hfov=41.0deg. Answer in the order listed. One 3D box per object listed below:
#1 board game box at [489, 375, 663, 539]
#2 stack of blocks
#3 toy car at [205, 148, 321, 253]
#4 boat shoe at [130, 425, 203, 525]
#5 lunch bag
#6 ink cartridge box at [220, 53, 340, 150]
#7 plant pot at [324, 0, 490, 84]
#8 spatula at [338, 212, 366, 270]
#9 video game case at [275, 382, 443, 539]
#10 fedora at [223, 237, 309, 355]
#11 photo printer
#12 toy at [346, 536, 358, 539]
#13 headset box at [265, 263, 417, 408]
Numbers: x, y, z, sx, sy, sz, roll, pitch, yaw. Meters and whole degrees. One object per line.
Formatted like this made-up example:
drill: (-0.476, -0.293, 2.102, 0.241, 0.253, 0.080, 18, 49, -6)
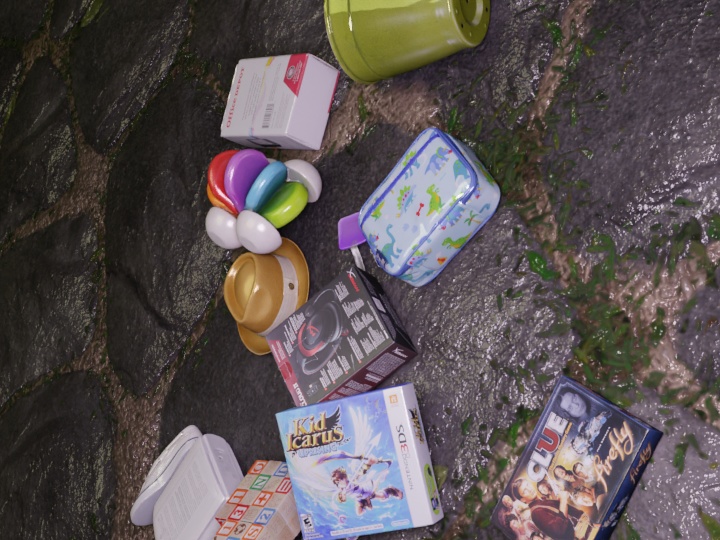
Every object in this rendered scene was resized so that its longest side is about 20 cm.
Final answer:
board game box: (0.246, 0.243, 1.122, 0.135, 0.034, 0.201, 32, 99, 47)
stack of blocks: (-0.153, 0.371, 1.395, 0.115, 0.059, 0.200, -6, 35, 42)
toy car: (-0.176, -0.132, 1.581, 0.199, 0.150, 0.175, 10, 53, 47)
boat shoe: (-0.335, 0.353, 1.666, 0.201, 0.072, 0.066, -55, 40, 16)
lunch bag: (0.091, -0.091, 1.372, 0.200, 0.082, 0.161, -48, 44, 22)
ink cartridge box: (-0.143, -0.292, 1.682, 0.199, 0.085, 0.149, 10, 84, 49)
plant pot: (0.081, -0.384, 1.423, 0.192, 0.200, 0.202, 2, 77, 34)
spatula: (0.000, 0.000, 1.474, 0.056, 0.021, 0.202, -20, 65, 23)
video game case: (-0.004, 0.260, 1.293, 0.199, 0.045, 0.183, -16, 83, 25)
fedora: (-0.170, 0.035, 1.595, 0.200, 0.081, 0.202, -18, 64, 42)
photo printer: (-0.266, 0.395, 1.571, 0.201, 0.069, 0.167, -57, 37, 15)
toy: (-0.028, 0.277, 1.387, 0.115, 0.047, 0.201, -50, 47, 20)
headset box: (-0.038, 0.114, 1.401, 0.200, 0.075, 0.149, -40, 55, 15)
